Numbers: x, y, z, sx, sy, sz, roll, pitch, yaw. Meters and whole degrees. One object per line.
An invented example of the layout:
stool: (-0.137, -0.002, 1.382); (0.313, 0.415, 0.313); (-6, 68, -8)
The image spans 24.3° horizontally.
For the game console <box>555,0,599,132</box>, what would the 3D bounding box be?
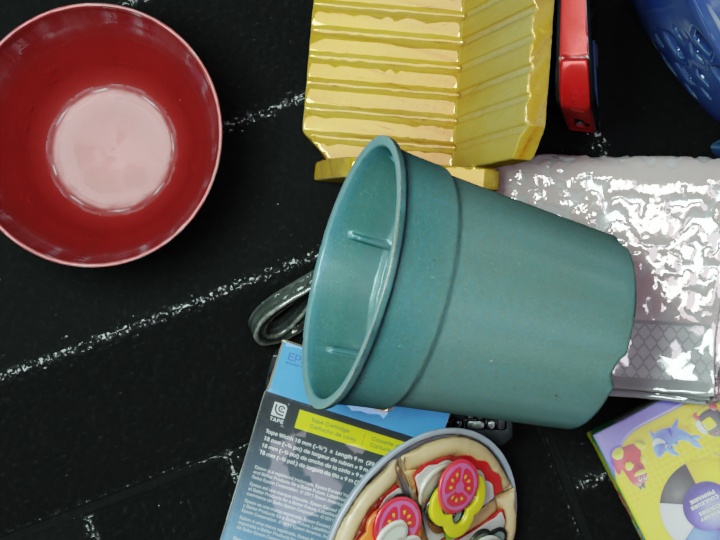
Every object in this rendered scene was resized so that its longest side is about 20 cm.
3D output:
game console: (0.168, -0.201, 1.270); (0.031, 0.200, 0.177); (2, 88, 9)

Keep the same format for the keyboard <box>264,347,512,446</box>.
keyboard: (0.019, 0.089, 1.319); (0.199, 0.040, 0.104); (-1, 95, 9)

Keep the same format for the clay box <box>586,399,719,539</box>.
clay box: (0.277, 0.193, 1.328); (0.115, 0.048, 0.200); (-27, 87, 0)

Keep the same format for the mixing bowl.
mixing bowl: (-0.203, -0.101, 1.315); (0.200, 0.108, 0.201); (0, 88, 0)

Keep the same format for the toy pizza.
toy pizza: (0.052, 0.217, 1.275); (0.200, 0.032, 0.201); (-17, 117, -36)

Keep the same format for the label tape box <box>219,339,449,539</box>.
label tape box: (-0.021, 0.165, 1.311); (0.144, 0.063, 0.200); (18, 97, 1)

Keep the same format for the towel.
towel: (0.191, 0.004, 1.316); (0.199, 0.032, 0.192); (3, 88, 18)

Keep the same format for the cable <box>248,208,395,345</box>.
cable: (0.000, 0.000, 1.317); (0.200, 0.097, 0.050); (-32, 62, -3)

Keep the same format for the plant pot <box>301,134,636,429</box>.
plant pot: (0.081, 0.024, 1.216); (0.196, 0.200, 0.201); (14, 88, -14)

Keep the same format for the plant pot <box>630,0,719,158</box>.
plant pot: (0.341, -0.180, 1.274); (0.200, 0.200, 0.180); (-24, 95, 0)

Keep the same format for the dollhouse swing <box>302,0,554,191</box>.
dollhouse swing: (0.048, -0.168, 1.282); (0.181, 0.176, 0.201); (5, 89, 1)
